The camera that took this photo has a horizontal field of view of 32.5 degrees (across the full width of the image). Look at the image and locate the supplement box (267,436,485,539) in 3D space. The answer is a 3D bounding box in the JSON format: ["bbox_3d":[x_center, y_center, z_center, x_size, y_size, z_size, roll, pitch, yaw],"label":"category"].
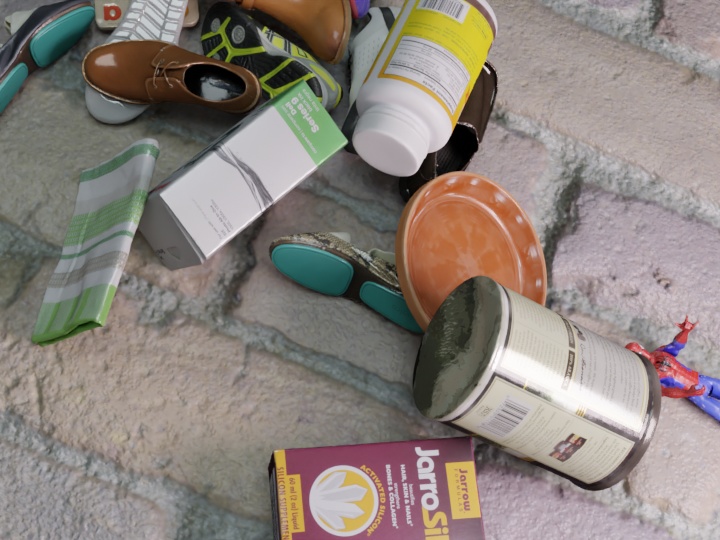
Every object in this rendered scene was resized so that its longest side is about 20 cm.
[{"bbox_3d":[0.013,0.231,1.202,0.197,0.086,0.112,-3,67,-9],"label":"supplement box"}]

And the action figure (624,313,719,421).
[{"bbox_3d":[0.373,0.120,1.296,0.198,0.099,0.066,28,65,7],"label":"action figure"}]

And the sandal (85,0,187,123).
[{"bbox_3d":[-0.241,-0.254,1.387,0.082,0.050,0.205,26,83,-5],"label":"sandal"}]

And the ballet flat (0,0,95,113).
[{"bbox_3d":[-0.379,-0.242,1.356,0.073,0.073,0.201,36,70,8],"label":"ballet flat"}]

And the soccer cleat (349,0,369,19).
[{"bbox_3d":[-0.006,-0.383,1.457,0.075,0.067,0.202,-12,57,-2],"label":"soccer cleat"}]

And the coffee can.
[{"bbox_3d":[0.171,0.111,1.205,0.198,0.146,0.148,26,64,-22],"label":"coffee can"}]

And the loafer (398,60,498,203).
[{"bbox_3d":[0.113,-0.155,1.376,0.073,0.071,0.202,31,70,-25],"label":"loafer"}]

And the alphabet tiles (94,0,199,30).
[{"bbox_3d":[-0.254,-0.366,1.453,0.197,0.015,0.198,-4,66,-10],"label":"alphabet tiles"}]

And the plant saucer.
[{"bbox_3d":[0.116,-0.004,1.305,0.198,0.032,0.203,10,73,-34],"label":"plant saucer"}]

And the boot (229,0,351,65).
[{"bbox_3d":[-0.103,-0.303,1.374,0.153,0.074,0.201,7,35,-33],"label":"boot"}]

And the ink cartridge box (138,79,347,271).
[{"bbox_3d":[-0.130,-0.096,1.277,0.200,0.146,0.084,-41,102,-21],"label":"ink cartridge box"}]

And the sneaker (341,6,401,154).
[{"bbox_3d":[0.015,-0.218,1.409,0.079,0.074,0.202,14,64,21],"label":"sneaker"}]

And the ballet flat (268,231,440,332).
[{"bbox_3d":[0.000,0.000,1.317,0.198,0.068,0.076,24,44,-4],"label":"ballet flat"}]

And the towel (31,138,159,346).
[{"bbox_3d":[-0.270,-0.028,1.244,0.030,0.148,0.202,28,62,-29],"label":"towel"}]

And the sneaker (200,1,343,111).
[{"bbox_3d":[-0.104,-0.233,1.397,0.200,0.076,0.076,43,24,23],"label":"sneaker"}]

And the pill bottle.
[{"bbox_3d":[0.065,-0.203,1.314,0.108,0.109,0.202,25,67,3],"label":"pill bottle"}]

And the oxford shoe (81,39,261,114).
[{"bbox_3d":[-0.207,-0.213,1.326,0.197,0.071,0.072,7,93,2],"label":"oxford shoe"}]
